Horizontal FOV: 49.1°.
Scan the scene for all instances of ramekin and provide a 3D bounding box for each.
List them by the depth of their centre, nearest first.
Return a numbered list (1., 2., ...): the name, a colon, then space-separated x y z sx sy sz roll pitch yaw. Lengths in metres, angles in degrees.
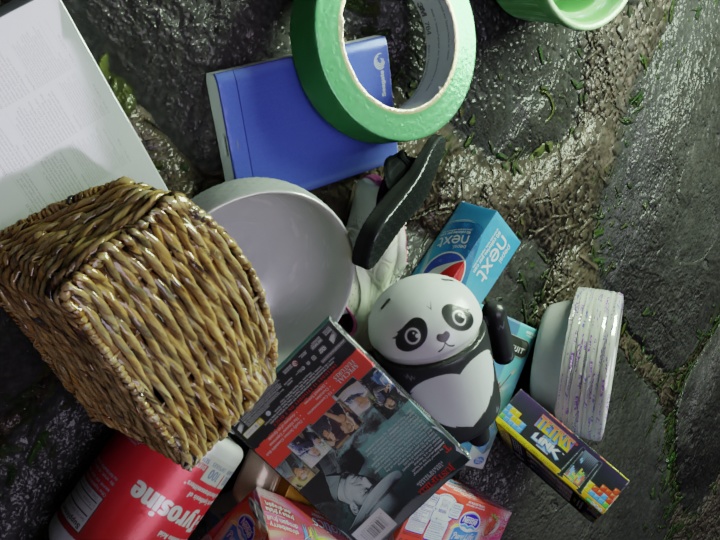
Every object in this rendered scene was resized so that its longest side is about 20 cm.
1. ramekin: 0.226 -0.377 0.892 0.199 0.097 0.202 -13 112 -36

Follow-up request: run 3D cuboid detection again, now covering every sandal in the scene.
1. sandal: 0.034 -0.081 0.774 0.201 0.048 0.076 -52 162 -45

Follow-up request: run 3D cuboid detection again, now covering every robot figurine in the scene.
1. robot figurine: 0.079 0.102 0.820 0.150 0.124 0.202 -48 131 -47

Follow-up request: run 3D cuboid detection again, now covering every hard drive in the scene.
1. hard drive: -0.050 -0.149 0.787 0.199 0.025 0.133 -23 117 -32

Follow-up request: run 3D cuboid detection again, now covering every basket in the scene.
1. basket: -0.172 0.029 0.623 0.143 0.148 0.201 -48 131 -30

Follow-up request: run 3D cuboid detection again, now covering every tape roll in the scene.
1. tape roll: 0.027 -0.228 0.778 0.199 0.048 0.203 -4 97 -36

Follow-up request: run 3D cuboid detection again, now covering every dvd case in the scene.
1. dvd case: -0.011 0.163 0.763 0.146 0.022 0.200 -45 100 6

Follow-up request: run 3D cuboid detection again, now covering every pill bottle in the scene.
1. pill bottle: -0.207 0.219 0.720 0.201 0.112 0.112 -55 130 -11

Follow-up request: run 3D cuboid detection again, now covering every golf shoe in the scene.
1. golf shoe: 0.000 0.000 0.847 0.091 0.075 0.202 -12 110 -32

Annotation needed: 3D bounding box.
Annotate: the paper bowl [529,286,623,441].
1. paper bowl: 0.293 0.122 1.073 0.200 0.103 0.203 10 90 -70

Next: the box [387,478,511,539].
1. box: 0.086 0.310 0.989 0.199 0.095 0.100 30 85 -41

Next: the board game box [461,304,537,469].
1. board game box: 0.137 0.145 1.021 0.150 0.047 0.202 23 89 -41

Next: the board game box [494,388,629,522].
1. board game box: 0.258 0.245 1.024 0.057 0.165 0.200 -46 158 -6

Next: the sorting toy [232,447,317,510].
1. sorting toy: -0.021 0.189 0.840 0.199 0.036 0.187 35 70 -36

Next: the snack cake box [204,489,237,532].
1. snack cake box: -0.099 0.332 0.874 0.114 0.067 0.202 -19 115 -35

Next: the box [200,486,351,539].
1. box: -0.055 0.304 0.776 0.100 0.096 0.199 -45 129 13

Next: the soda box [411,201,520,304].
1. soda box: 0.104 0.021 0.943 0.068 0.064 0.201 44 75 -39

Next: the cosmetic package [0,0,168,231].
1. cosmetic package: -0.258 -0.092 0.618 0.151 0.051 0.201 -40 126 -24

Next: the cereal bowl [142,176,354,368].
1. cereal bowl: -0.109 0.002 0.734 0.198 0.083 0.202 -14 124 -22
